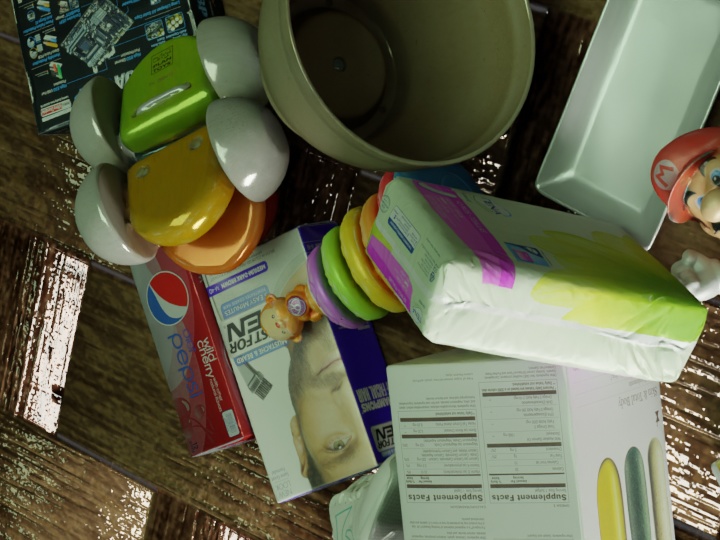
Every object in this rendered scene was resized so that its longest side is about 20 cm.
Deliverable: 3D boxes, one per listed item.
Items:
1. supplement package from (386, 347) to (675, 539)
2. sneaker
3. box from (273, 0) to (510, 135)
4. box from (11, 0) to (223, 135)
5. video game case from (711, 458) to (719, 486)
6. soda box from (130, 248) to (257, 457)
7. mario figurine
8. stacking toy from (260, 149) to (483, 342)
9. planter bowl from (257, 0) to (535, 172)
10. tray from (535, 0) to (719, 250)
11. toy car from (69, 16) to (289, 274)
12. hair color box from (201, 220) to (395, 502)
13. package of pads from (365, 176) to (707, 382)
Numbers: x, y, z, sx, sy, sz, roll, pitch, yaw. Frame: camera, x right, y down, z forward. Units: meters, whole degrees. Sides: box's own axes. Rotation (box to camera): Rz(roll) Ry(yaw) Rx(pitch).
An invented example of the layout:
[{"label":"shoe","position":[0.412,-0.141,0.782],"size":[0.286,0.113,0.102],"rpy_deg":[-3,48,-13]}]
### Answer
[{"label":"supplement package","position":[0.127,0.156,1.352],"size":[0.149,0.151,0.202],"rpy_deg":[-5,93,33]},{"label":"sneaker","position":[0.009,0.190,1.447],"size":[0.080,0.070,0.201],"rpy_deg":[54,153,26]},{"label":"box","position":[0.026,-0.192,1.449],"size":[0.198,0.044,0.162],"rpy_deg":[8,99,33]},{"label":"box","position":[-0.209,-0.217,1.603],"size":[0.199,0.046,0.161],"rpy_deg":[-15,87,34]},{"label":"video game case","position":[0.360,0.185,1.277],"size":[0.181,0.023,0.201],"rpy_deg":[-32,78,32]},{"label":"soda box","position":[-0.130,0.048,1.563],"size":[0.063,0.070,0.202],"rpy_deg":[-22,83,34]},{"label":"mario figurine","position":[0.279,-0.024,1.255],"size":[0.199,0.106,0.124],"rpy_deg":[32,77,19]},{"label":"stacking toy","position":[0.000,0.000,1.418],"size":[0.199,0.110,0.116],"rpy_deg":[-30,104,25]},{"label":"planter bowl","position":[0.008,-0.160,1.341],"size":[0.134,0.199,0.202],"rpy_deg":[-19,84,60]},{"label":"tray","position":[0.206,-0.127,1.348],"size":[0.107,0.022,0.202],"rpy_deg":[30,111,27]},{"label":"toy car","position":[-0.126,-0.087,1.472],"size":[0.174,0.150,0.201],"rpy_deg":[-25,52,20]},{"label":"hair color box","position":[-0.043,0.074,1.513],"size":[0.109,0.065,0.202],"rpy_deg":[-24,83,32]},{"label":"package of pads","position":[0.114,0.006,1.272],"size":[0.155,0.198,0.069],"rpy_deg":[-124,49,-62]}]
